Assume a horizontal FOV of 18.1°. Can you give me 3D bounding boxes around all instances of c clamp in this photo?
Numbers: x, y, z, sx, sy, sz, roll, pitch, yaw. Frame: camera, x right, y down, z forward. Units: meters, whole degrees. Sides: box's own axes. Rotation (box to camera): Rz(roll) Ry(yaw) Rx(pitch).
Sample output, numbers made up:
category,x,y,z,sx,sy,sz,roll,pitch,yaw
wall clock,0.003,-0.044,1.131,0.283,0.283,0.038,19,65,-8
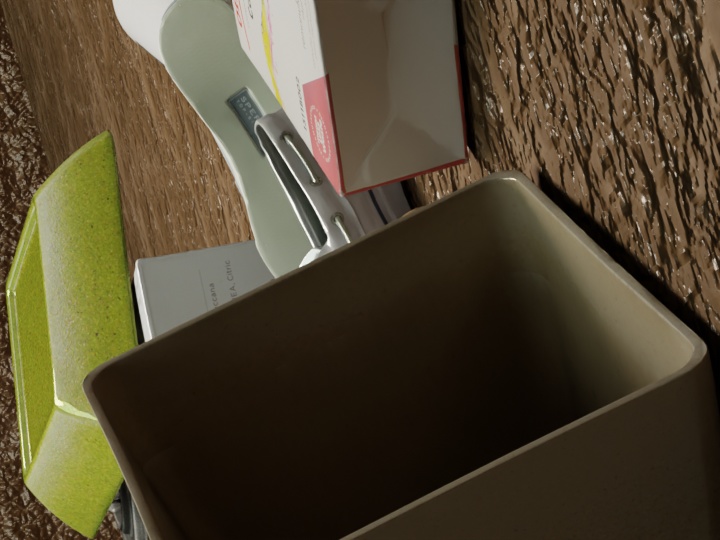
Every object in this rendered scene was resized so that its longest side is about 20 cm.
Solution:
category,x,y,z,sx,sy,sz,roll,pitch,yaw
c clamp,-0.162,0.088,1.488,0.171,0.027,0.201,169,93,-75

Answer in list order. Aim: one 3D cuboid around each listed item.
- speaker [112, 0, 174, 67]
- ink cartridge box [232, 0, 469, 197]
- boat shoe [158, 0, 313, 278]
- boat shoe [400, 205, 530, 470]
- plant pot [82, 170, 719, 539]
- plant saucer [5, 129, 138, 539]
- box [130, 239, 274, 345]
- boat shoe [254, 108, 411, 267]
category,x,y,z,sx,sy,sz,roll,pitch,yaw
speaker,-0.095,-0.155,1.364,0.200,0.081,0.082,-139,35,-69
ink cartridge box,-0.018,-0.136,1.054,0.200,0.067,0.117,-122,20,-55
boat shoe,-0.039,-0.067,1.244,0.201,0.070,0.072,60,-162,-4
boat shoe,0.049,0.071,1.002,0.070,0.070,0.201,-153,48,-76
plant pot,0.033,0.108,0.874,0.178,0.199,0.200,67,173,-26
plant saucer,-0.183,0.044,1.408,0.200,0.048,0.201,123,142,-60
box,-0.064,0.095,1.379,0.199,0.130,0.201,131,128,-76
boat shoe,0.000,0.000,1.149,0.074,0.066,0.201,94,158,-59
